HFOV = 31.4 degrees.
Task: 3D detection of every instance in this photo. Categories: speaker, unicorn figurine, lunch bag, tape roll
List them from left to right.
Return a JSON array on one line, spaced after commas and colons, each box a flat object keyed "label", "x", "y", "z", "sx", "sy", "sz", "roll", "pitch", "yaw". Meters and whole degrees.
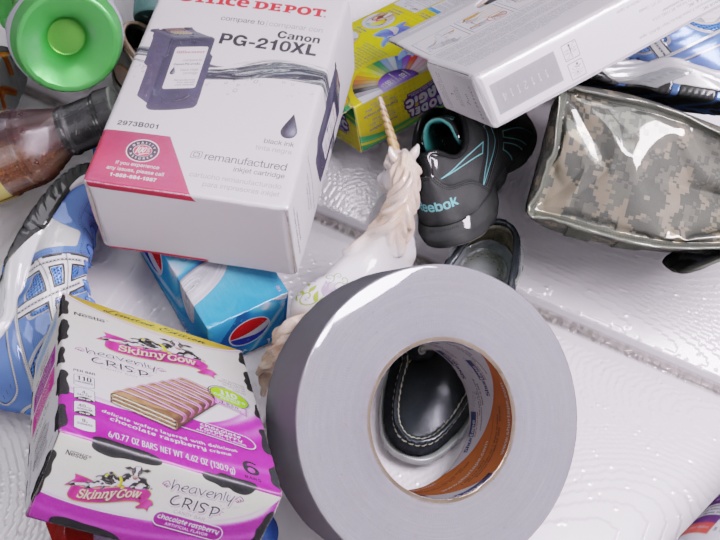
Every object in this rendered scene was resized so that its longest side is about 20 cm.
[{"label": "speaker", "x": -0.236, "y": -0.199, "z": 1.002, "sx": 0.088, "sy": 0.089, "sz": 0.200, "roll": -12, "pitch": 24, "yaw": -13}, {"label": "unicorn figurine", "x": 0.000, "y": 0.000, "z": 0.917, "sx": 0.074, "sy": 0.137, "sz": 0.200, "roll": 23, "pitch": 57, "yaw": 11}, {"label": "tape roll", "x": 0.041, "y": 0.097, "z": 0.846, "sx": 0.200, "sy": 0.066, "sz": 0.200, "roll": 1, "pitch": 87, "yaw": -22}, {"label": "lunch bag", "x": 0.229, "y": -0.061, "z": 0.952, "sx": 0.200, "sy": 0.164, "sz": 0.118, "roll": 14, "pitch": 96, "yaw": 5}]

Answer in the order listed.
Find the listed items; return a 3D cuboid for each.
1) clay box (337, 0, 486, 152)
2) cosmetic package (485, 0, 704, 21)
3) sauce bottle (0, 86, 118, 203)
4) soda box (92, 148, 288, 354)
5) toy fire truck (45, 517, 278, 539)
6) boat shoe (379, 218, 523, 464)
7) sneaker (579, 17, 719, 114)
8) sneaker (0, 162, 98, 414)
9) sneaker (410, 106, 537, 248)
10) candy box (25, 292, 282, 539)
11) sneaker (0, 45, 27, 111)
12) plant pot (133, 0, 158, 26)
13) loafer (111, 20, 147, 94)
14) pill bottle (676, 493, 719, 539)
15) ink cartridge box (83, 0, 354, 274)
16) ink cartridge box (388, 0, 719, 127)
[{"label": "clay box", "x": 0.022, "y": -0.166, "z": 1.060, "sx": 0.200, "sy": 0.048, "sz": 0.115, "roll": -31, "pitch": 42, "yaw": -21}, {"label": "cosmetic package", "x": 0.183, "y": -0.224, "z": 1.117, "sx": 0.200, "sy": 0.071, "sz": 0.101, "roll": 40, "pitch": 63, "yaw": 19}, {"label": "sauce bottle", "x": -0.270, "y": -0.083, "z": 0.955, "sx": 0.200, "sy": 0.066, "sz": 0.066, "roll": -20, "pitch": 60, "yaw": 3}, {"label": "soda box", "x": -0.131, "y": -0.029, "z": 0.968, "sx": 0.068, "sy": 0.064, "sz": 0.200, "roll": -24, "pitch": 62, "yaw": -19}, {"label": "toy fire truck", "x": -0.111, "y": 0.215, "z": 0.801, "sx": 0.168, "sy": 0.112, "sz": 0.200, "roll": -5, "pitch": 55, "yaw": -37}, {"label": "boat shoe", "x": 0.067, "y": 0.046, "z": 0.940, "sx": 0.076, "sy": 0.060, "sz": 0.200, "roll": 17, "pitch": 57, "yaw": 6}, {"label": "sneaker", "x": 0.204, "y": -0.176, "z": 1.003, "sx": 0.200, "sy": 0.076, "sz": 0.077, "roll": 12, "pitch": 87, "yaw": 8}, {"label": "sneaker", "x": -0.222, "y": 0.014, "z": 0.930, "sx": 0.077, "sy": 0.076, "sz": 0.200, "roll": 22, "pitch": 71, "yaw": -1}, {"label": "sneaker", "x": 0.086, "y": -0.100, "z": 0.995, "sx": 0.075, "sy": 0.079, "sz": 0.200, "roll": -11, "pitch": 30, "yaw": 25}, {"label": "candy box", "x": -0.133, "y": 0.095, "z": 0.804, "sx": 0.136, "sy": 0.061, "sz": 0.200, "roll": 20, "pitch": 15, "yaw": -20}, {"label": "sneaker", "x": -0.357, "y": -0.130, "z": 1.007, "sx": 0.200, "sy": 0.078, "sz": 0.077, "roll": -30, "pitch": 55, "yaw": -24}, {"label": "plant pot", "x": -0.114, "y": -0.253, "z": 1.054, "sx": 0.200, "sy": 0.200, "sz": 0.134, "roll": 12, "pitch": 83, "yaw": 2}, {"label": "loafer", "x": -0.122, "y": -0.133, "z": 1.035, "sx": 0.200, "sy": 0.063, "sz": 0.072, "roll": 32, "pitch": 61, "yaw": 15}, {"label": "pill bottle", "x": 0.305, "y": 0.164, "z": 0.856, "sx": 0.200, "sy": 0.111, "sz": 0.111, "roll": -39, "pitch": 68, "yaw": -25}, {"label": "ink cartridge box", "x": -0.095, "y": -0.109, "z": 0.927, "sx": 0.145, "sy": 0.084, "sz": 0.200, "roll": 8, "pitch": 57, "yaw": 8}, {"label": "ink cartridge box", "x": 0.140, "y": -0.182, "z": 0.938, "sx": 0.200, "sy": 0.045, "sz": 0.176, "roll": -29, "pitch": 23, "yaw": -8}]
